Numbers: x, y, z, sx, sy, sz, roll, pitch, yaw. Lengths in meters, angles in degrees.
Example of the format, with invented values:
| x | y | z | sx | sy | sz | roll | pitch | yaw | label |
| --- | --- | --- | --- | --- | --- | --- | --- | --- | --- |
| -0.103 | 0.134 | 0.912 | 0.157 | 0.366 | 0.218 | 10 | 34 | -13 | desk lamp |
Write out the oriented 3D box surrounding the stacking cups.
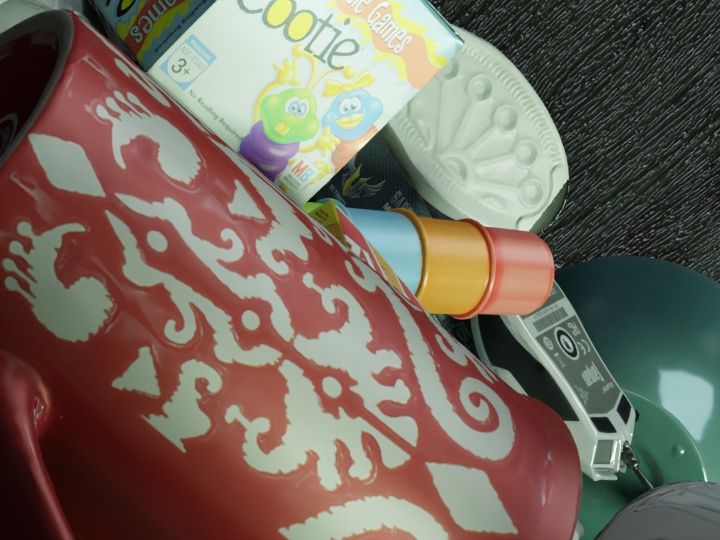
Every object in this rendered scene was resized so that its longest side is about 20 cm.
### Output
| x | y | z | sx | sy | sz | roll | pitch | yaw | label |
| --- | --- | --- | --- | --- | --- | --- | --- | --- | --- |
| 0.000 | 0.000 | 0.886 | 0.199 | 0.061 | 0.061 | 7 | 35 | -33 | stacking cups |

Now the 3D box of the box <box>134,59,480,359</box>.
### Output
| x | y | z | sx | sy | sz | roll | pitch | yaw | label |
| --- | --- | --- | --- | --- | --- | --- | --- | --- | --- |
| -0.021 | -0.035 | 1.061 | 0.158 | 0.051 | 0.200 | 34 | -14 | 44 | box |

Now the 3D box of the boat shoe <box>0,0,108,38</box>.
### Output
| x | y | z | sx | sy | sz | roll | pitch | yaw | label |
| --- | --- | --- | --- | --- | --- | --- | --- | --- | --- |
| -0.137 | -0.088 | 0.832 | 0.069 | 0.072 | 0.200 | 47 | -3 | 6 | boat shoe |

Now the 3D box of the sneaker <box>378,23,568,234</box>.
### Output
| x | y | z | sx | sy | sz | roll | pitch | yaw | label |
| --- | --- | --- | --- | --- | --- | --- | --- | --- | --- |
| 0.013 | -0.098 | 1.049 | 0.200 | 0.081 | 0.146 | 40 | -5 | -15 | sneaker |

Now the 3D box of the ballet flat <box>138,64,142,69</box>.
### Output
| x | y | z | sx | sy | sz | roll | pitch | yaw | label |
| --- | --- | --- | --- | --- | --- | --- | --- | --- | --- |
| -0.053 | -0.014 | 0.956 | 0.200 | 0.069 | 0.069 | 45 | 7 | 4 | ballet flat |

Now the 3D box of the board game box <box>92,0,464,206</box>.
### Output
| x | y | z | sx | sy | sz | roll | pitch | yaw | label |
| --- | --- | --- | --- | --- | --- | --- | --- | --- | --- |
| -0.059 | -0.134 | 0.879 | 0.105 | 0.103 | 0.200 | 43 | 5 | -38 | board game box |

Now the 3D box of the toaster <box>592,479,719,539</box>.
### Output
| x | y | z | sx | sy | sz | roll | pitch | yaw | label |
| --- | --- | --- | --- | --- | --- | --- | --- | --- | --- |
| 0.095 | 0.159 | 0.575 | 0.113 | 0.200 | 0.129 | 23 | -26 | 38 | toaster |

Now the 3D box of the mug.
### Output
| x | y | z | sx | sy | sz | roll | pitch | yaw | label |
| --- | --- | --- | --- | --- | --- | --- | --- | --- | --- |
| -0.044 | 0.039 | 0.551 | 0.200 | 0.133 | 0.178 | 44 | 8 | -25 | mug |

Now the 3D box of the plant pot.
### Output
| x | y | z | sx | sy | sz | roll | pitch | yaw | label |
| --- | --- | --- | --- | --- | --- | --- | --- | --- | --- |
| 0.148 | 0.106 | 1.162 | 0.201 | 0.200 | 0.161 | 51 | 20 | -1 | plant pot |

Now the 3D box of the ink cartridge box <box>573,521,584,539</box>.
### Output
| x | y | z | sx | sy | sz | roll | pitch | yaw | label |
| --- | --- | --- | --- | --- | --- | --- | --- | --- | --- |
| 0.041 | 0.107 | 0.947 | 0.115 | 0.068 | 0.200 | 53 | 7 | 9 | ink cartridge box |

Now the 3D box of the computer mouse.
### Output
| x | y | z | sx | sy | sz | roll | pitch | yaw | label |
| --- | --- | --- | --- | --- | --- | --- | --- | --- | --- |
| 0.111 | 0.076 | 1.037 | 0.200 | 0.044 | 0.110 | 58 | 29 | 7 | computer mouse |

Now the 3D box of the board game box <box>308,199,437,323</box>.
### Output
| x | y | z | sx | sy | sz | roll | pitch | yaw | label |
| --- | --- | --- | --- | --- | --- | --- | --- | --- | --- |
| 0.022 | 0.062 | 0.743 | 0.096 | 0.030 | 0.200 | 49 | 16 | -34 | board game box |
